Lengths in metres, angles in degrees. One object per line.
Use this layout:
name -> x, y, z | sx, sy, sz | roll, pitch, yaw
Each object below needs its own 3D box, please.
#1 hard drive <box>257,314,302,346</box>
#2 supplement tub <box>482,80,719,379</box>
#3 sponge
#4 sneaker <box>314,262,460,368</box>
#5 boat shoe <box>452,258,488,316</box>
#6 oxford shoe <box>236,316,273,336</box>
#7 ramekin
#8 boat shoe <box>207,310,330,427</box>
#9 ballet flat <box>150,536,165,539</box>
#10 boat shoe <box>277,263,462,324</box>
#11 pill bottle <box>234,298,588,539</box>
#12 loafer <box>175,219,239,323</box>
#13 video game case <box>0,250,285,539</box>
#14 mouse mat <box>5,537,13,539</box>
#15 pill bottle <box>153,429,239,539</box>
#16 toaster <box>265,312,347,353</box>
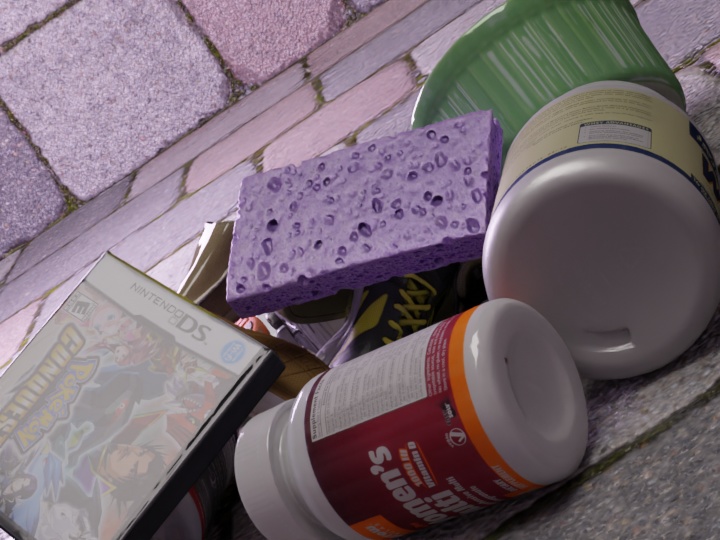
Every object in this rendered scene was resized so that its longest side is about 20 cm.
hard drive -> -0.014, -0.019, 1.513 | 0.199, 0.027, 0.132 | -33, 44, 3
supplement tub -> 0.157, -0.034, 1.048 | 0.144, 0.145, 0.200 | -29, 15, 20
sponge -> 0.003, -0.039, 1.140 | 0.199, 0.030, 0.112 | -14, 49, 22
sneaker -> 0.026, 0.046, 1.176 | 0.201, 0.074, 0.085 | -63, 27, 6
boat shoe -> 0.099, 0.015, 1.175 | 0.072, 0.066, 0.201 | -31, 15, 13
oxford shoe -> -0.116, 0.075, 1.445 | 0.071, 0.073, 0.200 | -51, 23, -9
ramekin -> 0.146, -0.110, 1.231 | 0.199, 0.098, 0.201 | -24, -32, -16
boat shoe -> -0.091, 0.081, 1.173 | 0.199, 0.070, 0.071 | 24, 23, 35
ballet flat -> -0.152, 0.214, 1.097 | 0.199, 0.070, 0.069 | -24, 18, 36
boat shoe -> 0.000, 0.000, 1.250 | 0.199, 0.075, 0.068 | 5, 20, -44
pill bottle -> 0.026, 0.099, 0.979 | 0.199, 0.110, 0.110 | -25, 17, 33
loafer -> -0.107, -0.004, 1.286 | 0.200, 0.068, 0.076 | -42, 17, -20
video game case -> -0.176, 0.099, 1.122 | 0.180, 0.026, 0.200 | 28, 72, 36
mouse mat -> -0.272, 0.238, 1.408 | 0.199, 0.008, 0.161 | -31, 15, 8
pill bottle -> -0.153, 0.143, 1.227 | 0.113, 0.114, 0.200 | -30, 15, 18
toaster -> 0.008, -0.009, 1.368 | 0.200, 0.114, 0.129 | -37, 18, -3
